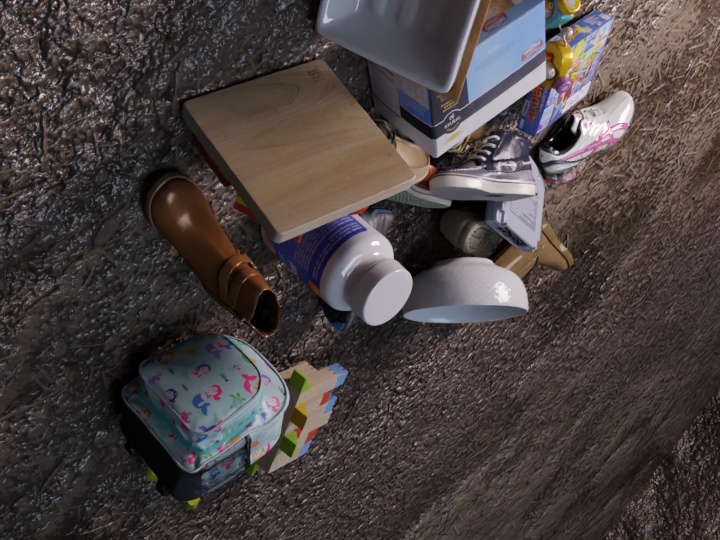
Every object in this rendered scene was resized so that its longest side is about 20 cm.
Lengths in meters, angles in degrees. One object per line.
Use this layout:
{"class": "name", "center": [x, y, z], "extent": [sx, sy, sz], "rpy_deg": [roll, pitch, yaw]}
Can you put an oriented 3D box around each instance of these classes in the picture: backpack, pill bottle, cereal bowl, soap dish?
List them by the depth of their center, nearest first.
{"class": "soap dish", "center": [0.054, -0.305, 1.223], "extent": [0.081, 0.198, 0.159], "rpy_deg": [-35, 149, -52]}
{"class": "pill bottle", "center": [-0.028, -0.020, 1.389], "extent": [0.111, 0.200, 0.113], "rpy_deg": [-29, 142, -26]}
{"class": "backpack", "center": [-0.194, 0.174, 1.413], "extent": [0.199, 0.177, 0.152], "rpy_deg": [-24, 145, -39]}
{"class": "cereal bowl", "center": [0.162, 0.029, 1.710], "extent": [0.199, 0.198, 0.085], "rpy_deg": [11, 74, -53]}

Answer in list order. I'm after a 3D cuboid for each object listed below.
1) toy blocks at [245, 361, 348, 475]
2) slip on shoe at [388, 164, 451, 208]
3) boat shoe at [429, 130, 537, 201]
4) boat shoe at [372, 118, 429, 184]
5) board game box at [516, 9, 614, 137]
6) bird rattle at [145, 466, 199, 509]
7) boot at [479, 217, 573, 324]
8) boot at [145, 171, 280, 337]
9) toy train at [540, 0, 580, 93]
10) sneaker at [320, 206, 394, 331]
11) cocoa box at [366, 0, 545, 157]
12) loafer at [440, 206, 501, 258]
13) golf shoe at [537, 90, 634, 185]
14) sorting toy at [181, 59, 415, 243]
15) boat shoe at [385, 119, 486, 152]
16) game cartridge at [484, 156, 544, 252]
{"class": "toy blocks", "center": [-0.093, 0.215, 1.662], "extent": [0.136, 0.099, 0.202], "rpy_deg": [-18, 136, -55]}
{"class": "slip on shoe", "center": [0.057, -0.132, 1.515], "extent": [0.198, 0.073, 0.062], "rpy_deg": [11, 81, -47]}
{"class": "boat shoe", "center": [0.169, -0.150, 1.541], "extent": [0.198, 0.074, 0.094], "rpy_deg": [1, 82, -44]}
{"class": "boat shoe", "center": [0.018, -0.156, 1.393], "extent": [0.198, 0.073, 0.065], "rpy_deg": [7, 141, -35]}
{"class": "board game box", "center": [0.303, -0.292, 1.608], "extent": [0.200, 0.034, 0.137], "rpy_deg": [-38, 150, -49]}
{"class": "bird rattle", "center": [-0.217, 0.245, 1.562], "extent": [0.200, 0.112, 0.164], "rpy_deg": [-46, 161, -28]}
{"class": "boot", "center": [0.267, 0.012, 1.900], "extent": [0.200, 0.066, 0.175], "rpy_deg": [-49, 135, -2]}
{"class": "boot", "center": [-0.168, -0.013, 1.272], "extent": [0.076, 0.155, 0.201], "rpy_deg": [-36, 145, -18]}
{"class": "toy train", "center": [0.228, -0.316, 1.468], "extent": [0.055, 0.150, 0.202], "rpy_deg": [-13, 126, -25]}
{"class": "sneaker", "center": [0.000, 0.000, 1.559], "extent": [0.081, 0.073, 0.202], "rpy_deg": [-16, 135, -40]}
{"class": "cocoa box", "center": [0.122, -0.270, 1.378], "extent": [0.199, 0.133, 0.132], "rpy_deg": [-36, 144, -18]}
{"class": "loafer", "center": [0.174, -0.062, 1.713], "extent": [0.076, 0.068, 0.200], "rpy_deg": [-51, 163, 3]}
{"class": "golf shoe", "center": [0.369, -0.228, 1.768], "extent": [0.200, 0.072, 0.092], "rpy_deg": [-42, 145, -10]}
{"class": "sorting toy", "center": [-0.075, -0.126, 1.245], "extent": [0.198, 0.200, 0.070], "rpy_deg": [-24, 156, -33]}
{"class": "boat shoe", "center": [0.116, -0.193, 1.509], "extent": [0.198, 0.066, 0.075], "rpy_deg": [-6, 127, -48]}
{"class": "game cartridge", "center": [0.242, -0.116, 1.702], "extent": [0.200, 0.040, 0.135], "rpy_deg": [28, 70, -62]}
